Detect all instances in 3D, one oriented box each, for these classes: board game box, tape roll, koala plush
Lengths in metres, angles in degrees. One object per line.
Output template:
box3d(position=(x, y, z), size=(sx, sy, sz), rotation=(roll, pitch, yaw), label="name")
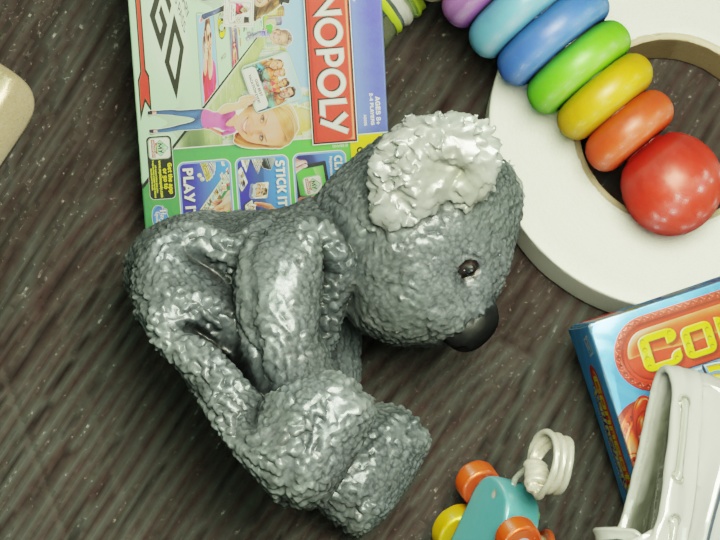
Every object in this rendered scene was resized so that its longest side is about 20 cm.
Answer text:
box3d(position=(0.233, 0.092, 1.541), size=(0.199, 0.056, 0.197), rotation=(-18, 90, -6), label="board game box")
box3d(position=(0.167, -0.073, 1.606), size=(0.201, 0.037, 0.204), rotation=(1, 76, -3), label="tape roll")
box3d(position=(0.000, 0.000, 1.502), size=(0.200, 0.177, 0.184), rotation=(-41, 74, 4), label="koala plush")
box3d(position=(-0.054, -0.118, 1.564), size=(0.134, 0.029, 0.201), rotation=(-4, 106, -3), label="board game box")

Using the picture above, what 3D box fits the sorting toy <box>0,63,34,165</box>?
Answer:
box3d(position=(-0.303, -0.071, 1.590), size=(0.199, 0.036, 0.186), rotation=(33, 77, 1), label="sorting toy")

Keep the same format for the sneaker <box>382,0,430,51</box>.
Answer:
box3d(position=(-0.063, -0.170, 1.603), size=(0.199, 0.074, 0.081), rotation=(31, 80, 7), label="sneaker")

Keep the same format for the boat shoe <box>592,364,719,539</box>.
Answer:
box3d(position=(0.142, 0.145, 1.467), size=(0.065, 0.074, 0.201), rotation=(21, 75, -14), label="boat shoe")

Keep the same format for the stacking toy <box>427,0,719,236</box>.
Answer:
box3d(position=(0.118, -0.104, 1.555), size=(0.085, 0.085, 0.200), rotation=(-38, 85, -10), label="stacking toy")

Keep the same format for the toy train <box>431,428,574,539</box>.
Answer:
box3d(position=(0.085, 0.188, 1.496), size=(0.055, 0.150, 0.201), rotation=(16, 70, -28), label="toy train")
